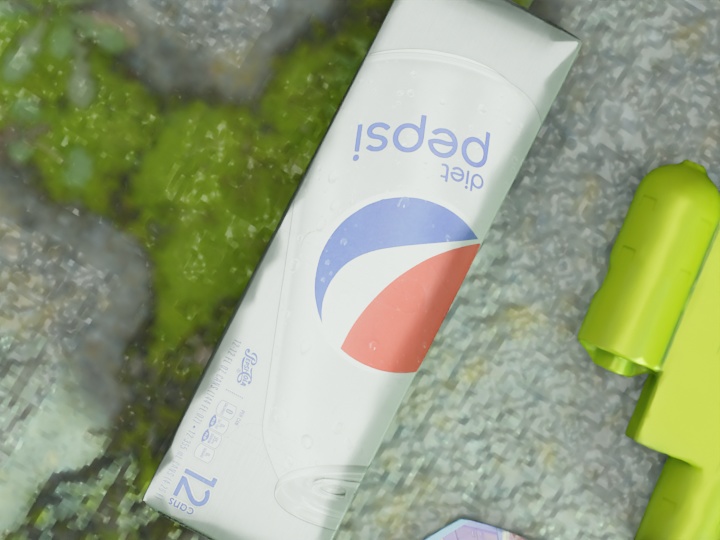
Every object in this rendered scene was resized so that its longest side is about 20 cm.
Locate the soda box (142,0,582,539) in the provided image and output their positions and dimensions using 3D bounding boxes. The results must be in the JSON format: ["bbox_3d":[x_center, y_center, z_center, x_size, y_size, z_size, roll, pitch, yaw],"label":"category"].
[{"bbox_3d":[0.000,0.000,0.926,0.063,0.068,0.201,27,89,-1],"label":"soda box"}]

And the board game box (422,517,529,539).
[{"bbox_3d":[0.018,0.187,0.941,0.199,0.039,0.159,-30,91,0],"label":"board game box"}]

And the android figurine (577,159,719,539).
[{"bbox_3d":[0.170,0.023,0.944,0.181,0.041,0.201,24,92,-1],"label":"android figurine"}]
